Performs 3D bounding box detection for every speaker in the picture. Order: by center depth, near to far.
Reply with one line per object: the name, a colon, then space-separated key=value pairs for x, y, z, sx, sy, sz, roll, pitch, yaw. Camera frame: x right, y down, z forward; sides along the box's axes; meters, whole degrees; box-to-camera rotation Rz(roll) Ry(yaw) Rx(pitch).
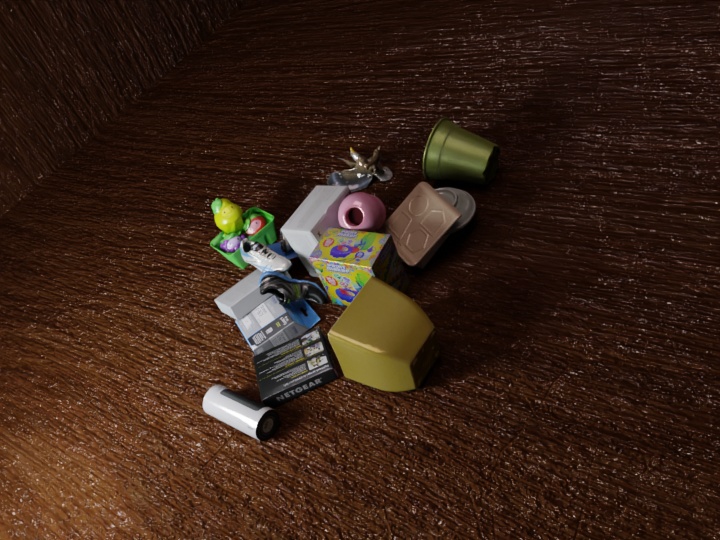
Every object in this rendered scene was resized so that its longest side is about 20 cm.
speaker: x=-0.298 y=0.350 z=1.488 sx=0.199 sy=0.082 sz=0.081 roll=14 pitch=54 yaw=36

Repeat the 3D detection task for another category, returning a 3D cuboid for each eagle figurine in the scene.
eagle figurine: x=-0.003 y=-0.349 z=2.040 sx=0.151 sy=0.152 sz=0.199 roll=-7 pitch=-12 yaw=-43

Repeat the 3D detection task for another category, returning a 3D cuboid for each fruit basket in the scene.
fruit basket: x=-0.392 y=-0.140 z=1.935 sx=0.216 sy=0.217 sz=0.155 roll=-44 pitch=45 yaw=-20

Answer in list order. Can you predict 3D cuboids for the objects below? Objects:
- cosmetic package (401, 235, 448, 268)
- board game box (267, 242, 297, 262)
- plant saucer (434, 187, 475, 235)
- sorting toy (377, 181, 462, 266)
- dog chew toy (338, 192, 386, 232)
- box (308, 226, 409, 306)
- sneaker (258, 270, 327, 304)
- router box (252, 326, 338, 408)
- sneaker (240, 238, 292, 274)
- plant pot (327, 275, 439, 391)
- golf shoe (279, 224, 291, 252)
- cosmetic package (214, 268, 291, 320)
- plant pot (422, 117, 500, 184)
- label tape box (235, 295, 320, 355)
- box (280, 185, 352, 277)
cosmetic package: x=0.197 y=-0.098 z=1.725 sx=0.082 sy=0.051 sz=0.200 roll=20 pitch=58 yaw=38
board game box: x=-0.246 y=-0.043 z=1.868 sx=0.157 sy=0.039 sz=0.200 roll=-15 pitch=20 yaw=-19
plant saucer: x=0.228 y=-0.183 z=1.722 sx=0.198 sy=0.050 sz=0.201 roll=-12 pitch=44 yaw=12
sorting toy: x=0.163 y=-0.128 z=1.670 sx=0.200 sy=0.036 sz=0.185 roll=-46 pitch=50 yaw=6
dog chew toy: x=0.015 y=-0.159 z=1.683 sx=0.123 sy=0.126 sz=0.200 roll=-6 pitch=8 yaw=20
box: x=0.000 y=0.000 z=1.614 sx=0.198 sy=0.193 sz=0.122 roll=9 pitch=52 yaw=33
sneaker: x=-0.191 y=0.065 z=1.686 sx=0.198 sy=0.071 sz=0.083 roll=16 pitch=60 yaw=-14
router box: x=-0.170 y=0.249 z=1.549 sx=0.198 sy=0.051 sz=0.150 roll=-24 pitch=44 yaw=1
sneaker: x=-0.279 y=-0.040 z=1.736 sx=0.199 sy=0.073 sz=0.072 roll=21 pitch=53 yaw=36
plant pot: x=0.074 y=0.169 z=1.419 sx=0.199 sy=0.196 sz=0.195 roll=21 pitch=58 yaw=31
golf shoe: x=-0.187 y=-0.113 z=1.864 sx=0.093 sy=0.079 sz=0.200 roll=1 pitch=24 yaw=15
cosmetic package: x=-0.316 y=0.057 z=1.765 sx=0.199 sy=0.052 sz=0.150 roll=-37 pitch=25 yaw=-21
plant pot: x=0.319 y=-0.347 z=1.836 sx=0.189 sy=0.201 sz=0.201 roll=21 pitch=58 yaw=25
label tape box: x=-0.231 y=0.141 z=1.677 sx=0.199 sy=0.066 sz=0.143 roll=-36 pitch=42 yaw=-9
box: x=-0.092 y=-0.112 z=1.759 sx=0.130 sy=0.201 sz=0.200 roll=8 pitch=51 yaw=41
